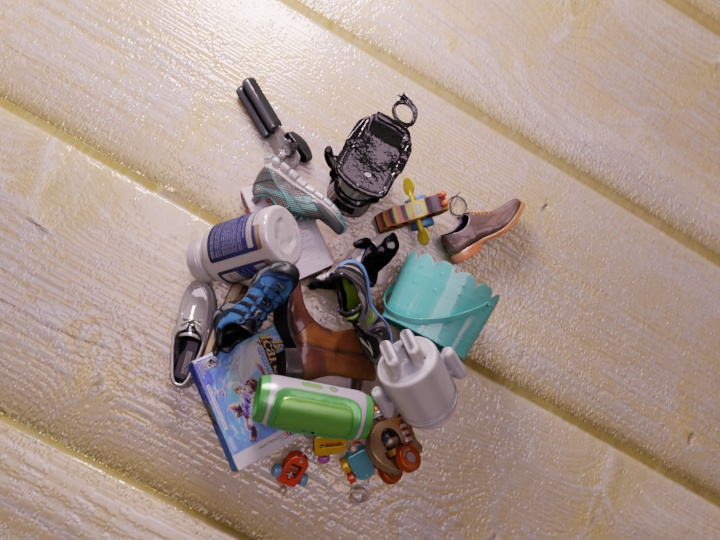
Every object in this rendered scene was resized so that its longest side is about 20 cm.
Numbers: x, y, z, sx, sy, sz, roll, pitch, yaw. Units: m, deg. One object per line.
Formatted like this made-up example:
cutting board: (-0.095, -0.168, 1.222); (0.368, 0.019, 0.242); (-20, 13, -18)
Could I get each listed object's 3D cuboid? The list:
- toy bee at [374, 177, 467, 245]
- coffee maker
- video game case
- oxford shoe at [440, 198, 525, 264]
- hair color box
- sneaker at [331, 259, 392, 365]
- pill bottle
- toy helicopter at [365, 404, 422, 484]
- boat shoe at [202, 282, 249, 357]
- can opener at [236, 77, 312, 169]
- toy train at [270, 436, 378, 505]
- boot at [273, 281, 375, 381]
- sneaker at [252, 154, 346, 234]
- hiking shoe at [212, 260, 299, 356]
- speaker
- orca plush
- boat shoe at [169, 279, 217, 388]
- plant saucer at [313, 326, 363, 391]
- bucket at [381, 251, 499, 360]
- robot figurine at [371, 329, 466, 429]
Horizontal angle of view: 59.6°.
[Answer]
toy bee: (0.127, -0.131, 1.250); (0.199, 0.109, 0.131); (-37, 88, -14)
coffee maker: (0.024, -0.204, 1.192); (0.191, 0.200, 0.135); (-38, 92, -12)
video game case: (-0.181, 0.219, 1.111); (0.180, 0.045, 0.202); (-23, 86, -32)
oxford shoe: (0.252, -0.098, 1.282); (0.199, 0.071, 0.073); (-37, 101, -14)
hair color box: (-0.142, -0.078, 1.211); (0.110, 0.064, 0.202); (-23, 88, -14)
sneaker: (-0.004, 0.082, 1.127); (0.083, 0.070, 0.202); (-32, 103, -55)
pill bottle: (-0.212, -0.039, 1.125); (0.198, 0.111, 0.113); (-14, 83, 28)
toy helicopter: (0.069, 0.284, 1.169); (0.132, 0.079, 0.200); (43, 43, 1)
boat shoe: (-0.238, 0.123, 1.160); (0.071, 0.072, 0.202); (21, 72, -6)
can opener: (-0.174, -0.289, 1.249); (0.201, 0.052, 0.066); (56, 42, -1)
toy train: (-0.060, 0.356, 1.166); (0.198, 0.056, 0.152); (24, 102, -22)
boot: (-0.055, 0.108, 1.153); (0.198, 0.068, 0.191); (5, 68, -31)
sneaker: (-0.116, -0.121, 1.164); (0.199, 0.078, 0.092); (38, 91, -1)
hiking shoe: (-0.173, 0.067, 1.064); (0.074, 0.087, 0.200); (35, 116, -32)
speaker: (-0.080, 0.234, 1.070); (0.197, 0.088, 0.090); (14, 79, -14)
orca plush: (0.000, 0.000, 1.190); (0.198, 0.106, 0.071); (-23, 58, -27)
boat shoe: (-0.310, 0.113, 1.146); (0.071, 0.066, 0.203); (16, 79, -8)
plant saucer: (-0.094, 0.206, 1.194); (0.197, 0.032, 0.203); (2, 82, -12)
bucket: (0.144, 0.069, 1.180); (0.205, 0.207, 0.136); (28, 82, -6)
robot figurine: (0.102, 0.196, 1.090); (0.168, 0.113, 0.201); (-26, 123, 4)
